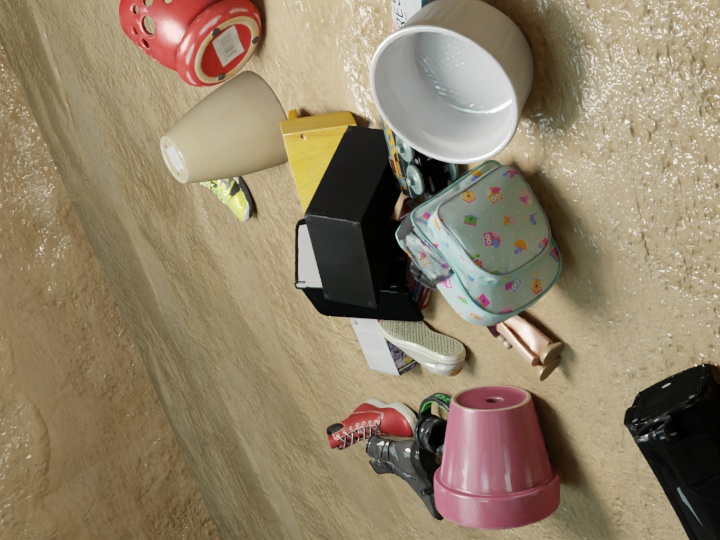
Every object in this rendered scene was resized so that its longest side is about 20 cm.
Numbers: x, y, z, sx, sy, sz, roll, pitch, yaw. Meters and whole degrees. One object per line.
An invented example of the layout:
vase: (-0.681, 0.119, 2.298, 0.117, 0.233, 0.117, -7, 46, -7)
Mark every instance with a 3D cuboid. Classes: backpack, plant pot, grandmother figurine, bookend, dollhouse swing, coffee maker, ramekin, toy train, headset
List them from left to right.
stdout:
plant pot: (-0.287, -0.428, 1.891, 0.183, 0.200, 0.201, 47, 151, 22)
plant pot: (-0.261, -0.244, 2.026, 0.187, 0.199, 0.188, 42, 148, 34)
dollhouse swing: (-0.041, -0.182, 1.879, 0.181, 0.176, 0.201, -6, 118, 17)
bookend: (0.003, -0.084, 1.719, 0.092, 0.201, 0.199, 10, 143, 18)
toy train: (0.075, -0.195, 1.602, 0.114, 0.085, 0.201, 31, 142, 61)
headset: (0.142, 0.318, 1.981, 0.123, 0.094, 0.201, 34, 138, 43)
ramekin: (0.120, -0.242, 1.376, 0.200, 0.098, 0.201, 20, 139, 18)
backpack: (0.173, -0.031, 1.478, 0.200, 0.175, 0.153, 57, 158, -2)
plant pot: (0.211, 0.285, 1.734, 0.200, 0.199, 0.180, 13, 112, 57)
grandmother figurine: (0.214, 0.072, 1.645, 0.200, 0.060, 0.122, 41, 139, 31)
coffee maker: (0.405, 0.241, 1.311, 0.135, 0.192, 0.201, -28, 93, 48)

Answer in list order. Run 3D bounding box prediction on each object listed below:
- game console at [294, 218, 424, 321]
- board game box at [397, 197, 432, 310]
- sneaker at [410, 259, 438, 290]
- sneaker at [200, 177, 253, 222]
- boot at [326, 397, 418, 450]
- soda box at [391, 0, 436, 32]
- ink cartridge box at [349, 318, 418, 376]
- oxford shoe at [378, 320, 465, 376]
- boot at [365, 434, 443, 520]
game console: (0.000, 0.000, 1.854, 0.199, 0.116, 0.177, 2, 94, 22)
board game box: (0.090, -0.025, 1.814, 0.103, 0.019, 0.200, 51, 153, 23)
sneaker: (0.131, -0.043, 1.656, 0.075, 0.079, 0.200, 28, 145, 7)
sneaker: (-0.295, -0.184, 2.291, 0.201, 0.076, 0.075, 58, 153, 2)
boot: (0.018, 0.316, 2.150, 0.200, 0.144, 0.073, 0, 114, 60)
soda box: (0.083, -0.358, 1.427, 0.064, 0.068, 0.201, 41, 149, 35)
ink cartridge box: (0.027, 0.090, 2.013, 0.109, 0.050, 0.201, 4, 119, 61)
oxford shoe: (0.103, 0.130, 1.888, 0.200, 0.075, 0.058, 26, 137, 43)
boot: (0.093, 0.392, 2.114, 0.131, 0.070, 0.201, 1, 124, 34)
